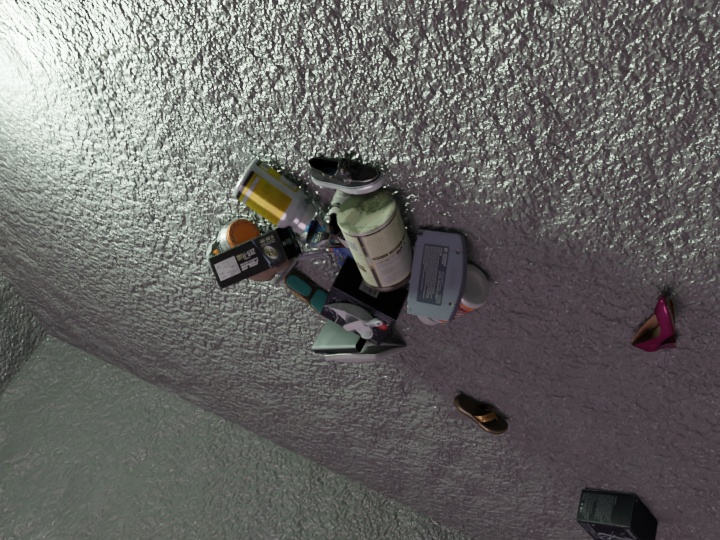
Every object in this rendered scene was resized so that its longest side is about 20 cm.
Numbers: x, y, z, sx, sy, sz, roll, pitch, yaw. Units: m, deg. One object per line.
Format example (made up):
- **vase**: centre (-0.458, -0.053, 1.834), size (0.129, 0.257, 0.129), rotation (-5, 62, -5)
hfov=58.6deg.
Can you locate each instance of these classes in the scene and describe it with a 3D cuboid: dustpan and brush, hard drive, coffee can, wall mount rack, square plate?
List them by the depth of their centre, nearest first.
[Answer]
- **coffee can**: centre (0.043, -0.071, 1.513), size (0.143, 0.148, 0.202), rotation (8, 143, 29)
- **dustpan and brush**: centre (0.003, 0.133, 1.682), size (0.139, 0.058, 0.198), rotation (42, 145, -21)
- **wall mount rack**: centre (-0.153, -0.009, 1.724), size (0.169, 0.077, 0.200), rotation (-9, 179, -10)
- **hard drive**: centre (-0.047, 0.191, 1.960), size (0.197, 0.141, 0.033), rotation (-9, 131, 44)
- **square plate**: centre (0.015, 0.257, 1.977), size (0.196, 0.029, 0.197), rotation (-6, 179, 32)

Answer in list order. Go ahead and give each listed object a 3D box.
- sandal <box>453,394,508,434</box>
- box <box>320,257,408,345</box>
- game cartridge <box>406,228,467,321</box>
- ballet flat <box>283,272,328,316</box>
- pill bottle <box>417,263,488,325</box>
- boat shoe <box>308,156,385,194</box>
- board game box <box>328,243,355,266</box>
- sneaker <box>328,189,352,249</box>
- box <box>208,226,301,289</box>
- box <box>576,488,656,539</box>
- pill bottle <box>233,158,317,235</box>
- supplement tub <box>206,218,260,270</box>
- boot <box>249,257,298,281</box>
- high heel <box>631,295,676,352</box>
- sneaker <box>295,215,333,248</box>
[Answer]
- **sandal**: centre (0.394, 0.458, 2.071), size (0.198, 0.081, 0.054), rotation (33, 127, 1)
- **box**: centre (0.008, 0.090, 1.774), size (0.197, 0.105, 0.183), rotation (28, 149, 1)
- **game cartridge**: centre (0.182, 0.011, 1.500), size (0.130, 0.205, 0.041), rotation (9, -178, 25)
- **ballet flat**: centre (-0.154, 0.073, 1.962), size (0.199, 0.072, 0.070), rotation (37, 147, -15)
- **pill bottle**: centre (0.222, 0.066, 1.602), size (0.109, 0.111, 0.199), rotation (35, 148, -12)
- **boat shoe**: centre (-0.037, -0.225, 1.442), size (0.197, 0.071, 0.067), rotation (15, 149, 35)
- **board game box**: centre (0.000, 0.000, 1.769), size (0.101, 0.020, 0.201), rotation (0, 138, 36)
- **sneaker**: centre (-0.049, -0.109, 1.589), size (0.074, 0.089, 0.202), rotation (14, 147, 18)
- **box**: centre (-0.271, -0.038, 1.672), size (0.196, 0.164, 0.088), rotation (-22, 95, 9)
- **box**: centre (0.880, 0.859, 2.200), size (0.194, 0.125, 0.200), rotation (-13, 130, 45)
- **pill bottle**: centre (-0.208, -0.178, 1.592), size (0.198, 0.113, 0.112), rotation (35, 148, -9)
- **supplement tub**: centre (-0.367, -0.067, 1.865), size (0.122, 0.124, 0.199), rotation (35, 148, -12)
- **boot**: centre (-0.273, -0.020, 1.837), size (0.196, 0.072, 0.146), rotation (-17, 169, 16)
- **high heel**: centre (0.631, 0.120, 1.391), size (0.094, 0.069, 0.201), rotation (-4, 140, 26)
- **sneaker**: centre (-0.101, -0.090, 1.652), size (0.085, 0.076, 0.200), rotation (26, 178, -20)
